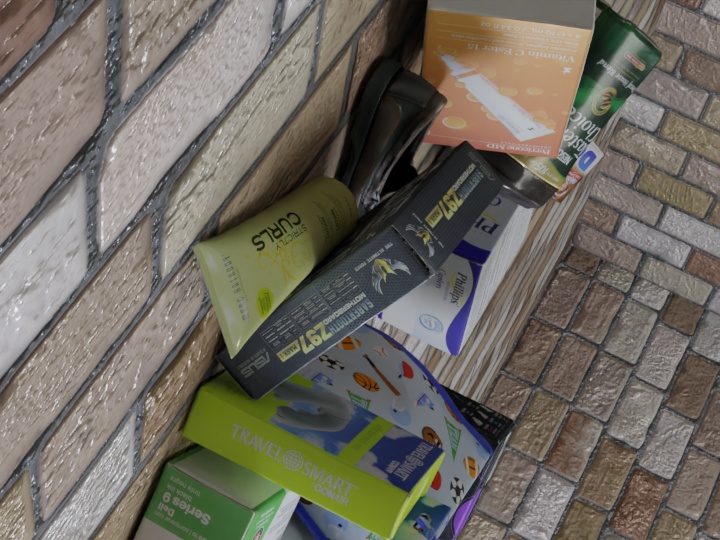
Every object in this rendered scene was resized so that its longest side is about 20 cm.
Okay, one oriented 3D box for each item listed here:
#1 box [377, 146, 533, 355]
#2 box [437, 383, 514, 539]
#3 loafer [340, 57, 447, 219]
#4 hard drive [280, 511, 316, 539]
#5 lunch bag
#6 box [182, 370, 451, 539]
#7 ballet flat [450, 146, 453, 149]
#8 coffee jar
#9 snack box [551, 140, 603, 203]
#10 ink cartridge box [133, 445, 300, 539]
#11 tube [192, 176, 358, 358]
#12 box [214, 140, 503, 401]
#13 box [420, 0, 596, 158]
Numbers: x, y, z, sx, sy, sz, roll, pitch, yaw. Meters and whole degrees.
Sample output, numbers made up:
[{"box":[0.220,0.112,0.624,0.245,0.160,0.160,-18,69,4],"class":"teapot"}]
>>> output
[{"box":[0.114,-0.045,1.678,0.200,0.105,0.184,-58,167,-33],"class":"box"},{"box":[0.035,0.167,1.535,0.122,0.200,0.106,-65,170,11],"class":"box"},{"box":[0.022,-0.082,1.246,0.072,0.063,0.200,-57,168,-36],"class":"loafer"},{"box":[-0.041,0.245,1.347,0.026,0.132,0.200,-34,-139,27],"class":"hard drive"},{"box":[-0.004,0.144,1.352,0.124,0.200,0.170,-34,-173,29],"class":"lunch bag"},{"box":[-0.023,0.137,1.173,0.048,0.200,0.122,-67,170,15],"class":"box"},{"box":[0.152,-0.199,1.597,0.200,0.076,0.064,-65,154,-11],"class":"ballet flat"},{"box":[0.183,-0.155,1.433,0.200,0.085,0.104,-53,144,11],"class":"coffee jar"},{"box":[0.182,-0.136,1.548,0.072,0.024,0.200,-49,146,4],"class":"snack box"},{"box":[-0.133,0.243,1.209,0.200,0.084,0.146,-65,169,9],"class":"ink cartridge box"},{"box":[-0.058,-0.012,1.051,0.052,0.058,0.200,-57,173,28],"class":"tube"},{"box":[0.000,0.000,1.141,0.200,0.051,0.158,-37,-174,34],"class":"box"},{"box":[0.112,-0.183,1.212,0.200,0.124,0.098,91,6,-66],"class":"box"}]
